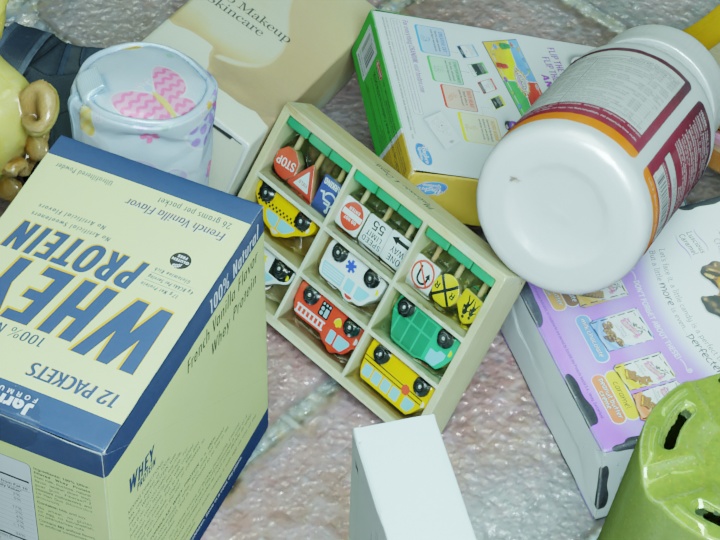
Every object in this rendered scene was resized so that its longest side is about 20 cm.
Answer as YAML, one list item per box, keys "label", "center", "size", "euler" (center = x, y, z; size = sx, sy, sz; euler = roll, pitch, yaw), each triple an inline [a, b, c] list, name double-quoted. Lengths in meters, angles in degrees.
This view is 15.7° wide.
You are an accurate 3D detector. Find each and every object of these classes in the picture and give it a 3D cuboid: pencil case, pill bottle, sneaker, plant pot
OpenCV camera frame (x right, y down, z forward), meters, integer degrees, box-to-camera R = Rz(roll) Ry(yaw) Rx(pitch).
- label: "pencil case"
  center: [-0.138, -0.043, 1.606]
  size: [0.090, 0.201, 0.083]
  euler: [5, 41, -6]
- label: "pill bottle"
  center: [0.153, -0.074, 1.598]
  size: [0.109, 0.110, 0.200]
  euler: [19, 31, 16]
- label: "sneaker"
  center: [-0.227, -0.086, 1.712]
  size: [0.145, 0.077, 0.203]
  euler: [18, 42, 2]
- label: "plant pot"
  center: [0.205, 0.157, 1.435]
  size: [0.198, 0.191, 0.201]
  euler: [0, 47, 0]

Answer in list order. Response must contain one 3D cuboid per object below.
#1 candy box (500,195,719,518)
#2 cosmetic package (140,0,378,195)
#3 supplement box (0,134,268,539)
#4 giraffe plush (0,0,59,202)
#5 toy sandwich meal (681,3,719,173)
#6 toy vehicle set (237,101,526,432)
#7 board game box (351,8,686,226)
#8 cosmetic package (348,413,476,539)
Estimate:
- label: "candy box"
  center: [0.206, 0.045, 1.612]
  size: [0.199, 0.072, 0.168]
  euler: [-14, 50, -12]
- label: "cosmetic package"
  center: [-0.078, -0.132, 1.721]
  size: [0.105, 0.071, 0.200]
  euler: [35, 41, 4]
- label: "supplement box"
  center: [-0.154, 0.074, 1.497]
  size: [0.133, 0.200, 0.200]
  euler: [19, 51, 15]
- label: "giraffe plush"
  center: [-0.265, -0.116, 1.627]
  size: [0.199, 0.173, 0.163]
  euler: [-19, 69, -14]
- label: "toy sandwich meal"
  center: [0.283, -0.125, 1.747]
  size: [0.204, 0.071, 0.206]
  euler: [5, 43, -5]
- label: "toy vehicle set"
  center: [0.000, 0.000, 1.621]
  size: [0.200, 0.125, 0.026]
  euler: [39, 22, 29]
- label: "board game box"
  center: [0.103, -0.091, 1.710]
  size: [0.199, 0.040, 0.154]
  euler: [8, 45, -21]
- label: "cosmetic package"
  center: [0.033, 0.198, 1.389]
  size: [0.051, 0.201, 0.151]
  euler: [-11, 50, -12]
